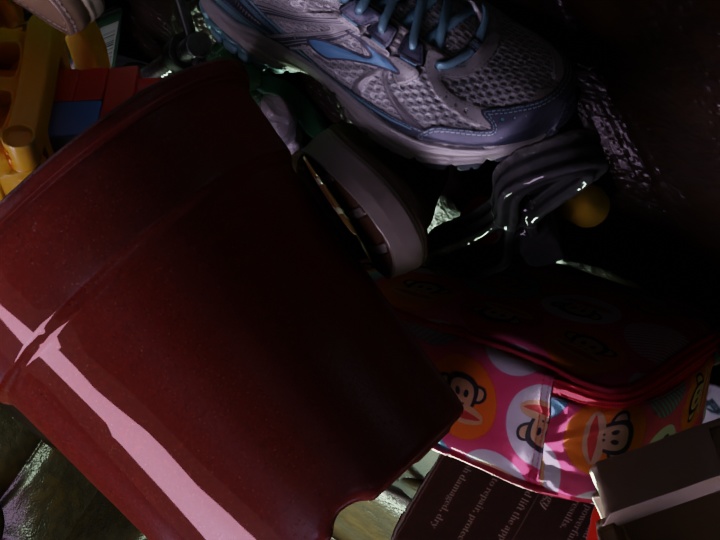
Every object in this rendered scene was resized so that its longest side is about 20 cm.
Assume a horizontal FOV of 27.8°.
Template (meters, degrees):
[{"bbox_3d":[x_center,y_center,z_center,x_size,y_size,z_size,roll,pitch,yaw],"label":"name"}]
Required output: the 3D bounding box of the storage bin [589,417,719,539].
[{"bbox_3d":[0.232,0.154,0.689,0.094,0.199,0.199,-96,-18,-56],"label":"storage bin"}]

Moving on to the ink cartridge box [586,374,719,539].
[{"bbox_3d":[0.203,0.151,0.846,0.043,0.175,0.199,6,-174,-44],"label":"ink cartridge box"}]

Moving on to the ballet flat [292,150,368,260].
[{"bbox_3d":[0.000,0.000,0.889,0.056,0.067,0.200,2,145,34],"label":"ballet flat"}]

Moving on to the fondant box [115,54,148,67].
[{"bbox_3d":[-0.157,-0.076,1.053,0.144,0.058,0.200,20,159,36],"label":"fondant box"}]

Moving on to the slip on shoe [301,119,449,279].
[{"bbox_3d":[0.014,-0.046,0.728,0.076,0.060,0.200,57,179,-6],"label":"slip on shoe"}]

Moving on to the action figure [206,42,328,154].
[{"bbox_3d":[-0.051,-0.071,0.896,0.118,0.055,0.200,20,156,33],"label":"action figure"}]

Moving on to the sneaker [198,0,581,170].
[{"bbox_3d":[0.004,-0.114,0.650,0.199,0.078,0.087,24,153,20],"label":"sneaker"}]

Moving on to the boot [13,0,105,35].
[{"bbox_3d":[-0.242,-0.139,0.717,0.199,0.155,0.072,34,163,2],"label":"boot"}]

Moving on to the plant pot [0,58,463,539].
[{"bbox_3d":[-0.067,0.041,0.685,0.195,0.200,0.201,48,163,5],"label":"plant pot"}]

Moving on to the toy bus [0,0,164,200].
[{"bbox_3d":[-0.195,-0.092,0.810,0.190,0.201,0.136,-6,138,4],"label":"toy bus"}]

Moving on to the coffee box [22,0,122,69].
[{"bbox_3d":[-0.222,-0.104,0.945,0.122,0.044,0.201,32,130,18],"label":"coffee box"}]

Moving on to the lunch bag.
[{"bbox_3d":[0.093,0.044,0.805,0.199,0.176,0.083,20,113,31],"label":"lunch bag"}]

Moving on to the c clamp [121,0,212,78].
[{"bbox_3d":[-0.111,-0.094,0.854,0.200,0.027,0.172,162,94,-69],"label":"c clamp"}]

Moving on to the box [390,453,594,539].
[{"bbox_3d":[0.154,0.194,1.040,0.199,0.165,0.166,25,160,22],"label":"box"}]

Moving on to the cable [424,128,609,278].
[{"bbox_3d":[0.069,-0.036,0.677,0.096,0.051,0.200,-9,166,7],"label":"cable"}]
